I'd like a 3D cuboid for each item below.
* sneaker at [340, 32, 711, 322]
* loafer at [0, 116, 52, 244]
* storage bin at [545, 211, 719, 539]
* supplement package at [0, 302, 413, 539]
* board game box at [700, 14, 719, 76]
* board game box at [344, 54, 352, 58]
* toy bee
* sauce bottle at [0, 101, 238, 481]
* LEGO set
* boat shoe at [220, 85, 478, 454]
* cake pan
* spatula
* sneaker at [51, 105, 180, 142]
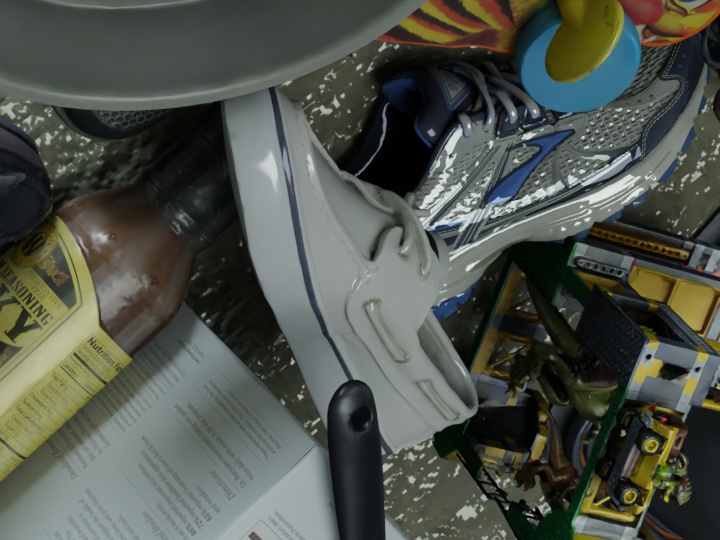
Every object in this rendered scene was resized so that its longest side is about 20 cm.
[{"bbox_3d":[0.053,-0.051,0.993,0.200,0.077,0.085,-36,124,-9],"label":"sneaker"},{"bbox_3d":[-0.172,-0.019,0.845,0.072,0.063,0.200,-46,155,21],"label":"loafer"},{"bbox_3d":[0.209,0.065,1.109,0.200,0.134,0.146,-47,129,2],"label":"storage bin"},{"bbox_3d":[-0.083,0.141,0.967,0.200,0.152,0.151,-44,128,-3],"label":"supplement package"},{"bbox_3d":[0.196,-0.150,1.046,0.135,0.035,0.200,-37,128,-8],"label":"board game box"},{"bbox_3d":[-0.036,-0.173,0.907,0.105,0.023,0.200,-6,118,-30],"label":"board game box"},{"bbox_3d":[0.093,-0.121,0.931,0.200,0.131,0.109,-3,136,-35],"label":"toy bee"},{"bbox_3d":[-0.113,0.016,0.940,0.200,0.065,0.065,-44,129,-5],"label":"sauce bottle"},{"bbox_3d":[0.122,0.060,1.017,0.116,0.200,0.154,14,99,-20],"label":"LEGO set"},{"bbox_3d":[0.000,0.000,0.909,0.066,0.072,0.200,-16,135,4],"label":"boat shoe"},{"bbox_3d":[-0.056,-0.122,0.750,0.200,0.037,0.200,-10,148,-6],"label":"cake pan"},{"bbox_3d":[0.008,0.124,0.899,0.056,0.021,0.200,-30,125,-30],"label":"spatula"},{"bbox_3d":[-0.026,-0.114,0.860,0.199,0.114,0.076,-43,126,-1],"label":"sneaker"}]
